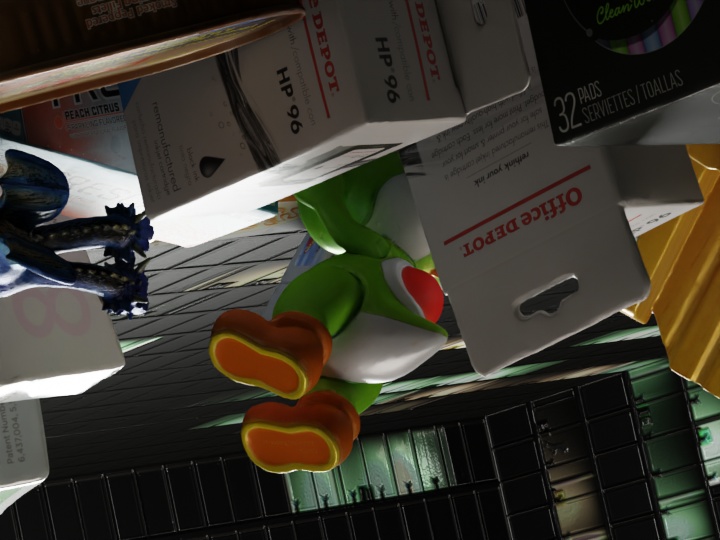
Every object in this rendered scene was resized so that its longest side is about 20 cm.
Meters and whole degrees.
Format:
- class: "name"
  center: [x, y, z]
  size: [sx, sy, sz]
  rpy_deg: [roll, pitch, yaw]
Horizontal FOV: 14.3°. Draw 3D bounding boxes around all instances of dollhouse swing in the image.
- class: "dollhouse swing"
  center: [0.225, 0.026, 1.442]
  size: [0.182, 0.199, 0.176]
  rpy_deg: [-65, 167, 24]

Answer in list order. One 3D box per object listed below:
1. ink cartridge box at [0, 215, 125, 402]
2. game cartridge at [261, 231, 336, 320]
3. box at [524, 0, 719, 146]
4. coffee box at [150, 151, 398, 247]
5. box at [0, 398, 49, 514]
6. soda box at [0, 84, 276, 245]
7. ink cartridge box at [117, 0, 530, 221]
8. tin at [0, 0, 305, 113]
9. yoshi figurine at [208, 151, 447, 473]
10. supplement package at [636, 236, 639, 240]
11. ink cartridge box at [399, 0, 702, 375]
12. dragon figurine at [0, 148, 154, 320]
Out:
- class: "ink cartridge box"
  center: [-0.230, -0.007, 1.472]
  size: [0.057, 0.163, 0.199]
  rpy_deg: [-32, 161, 38]
- class: "game cartridge"
  center: [0.012, -0.033, 1.644]
  size: [0.041, 0.201, 0.133]
  rpy_deg: [34, 170, -18]
- class: "box"
  center: [0.175, -0.147, 1.196]
  size: [0.124, 0.149, 0.200]
  rpy_deg: [-4, 168, -42]
- class: "coffee box"
  center: [-0.045, -0.077, 1.585]
  size: [0.114, 0.080, 0.200]
  rpy_deg: [-8, 171, -27]
- class: "box"
  center: [-0.290, 0.051, 1.668]
  size: [0.170, 0.201, 0.199]
  rpy_deg: [-8, 172, -16]
- class: "soda box"
  center: [-0.132, -0.067, 1.397]
  size: [0.068, 0.064, 0.199]
  rpy_deg: [-19, 158, 39]
- class: "ink cartridge box"
  center: [-0.025, -0.105, 1.300]
  size: [0.068, 0.117, 0.200]
  rpy_deg: [-6, 169, -44]
- class: "tin"
  center: [-0.118, -0.097, 1.204]
  size: [0.199, 0.042, 0.112]
  rpy_deg: [-17, 175, -30]
- class: "yoshi figurine"
  center: [-0.012, 0.001, 1.409]
  size: [0.112, 0.112, 0.200]
  rpy_deg: [-43, -172, 49]
- class: "supplement package"
  center: [0.129, -0.088, 1.529]
  size: [0.109, 0.114, 0.200]
  rpy_deg: [30, -179, 12]
- class: "ink cartridge box"
  center: [0.082, -0.064, 1.352]
  size: [0.116, 0.201, 0.068]
  rpy_deg: [-28, 164, 39]
- class: "dragon figurine"
  center: [-0.165, -0.018, 1.314]
  size: [0.099, 0.059, 0.200]
  rpy_deg: [-10, 162, 20]
